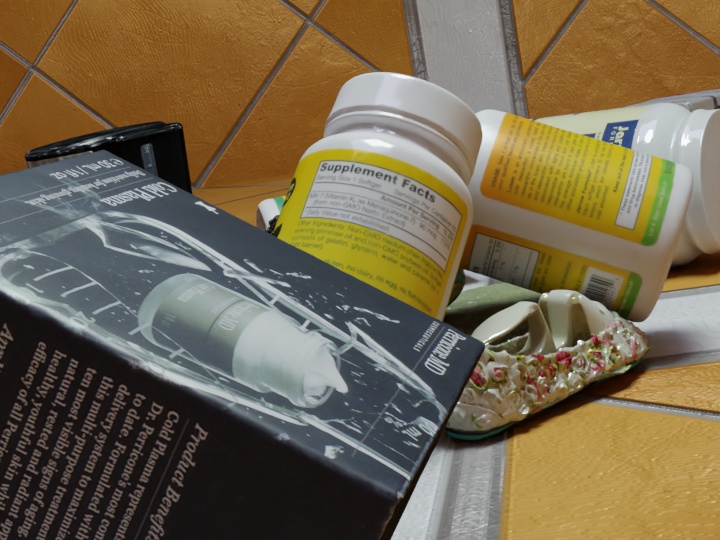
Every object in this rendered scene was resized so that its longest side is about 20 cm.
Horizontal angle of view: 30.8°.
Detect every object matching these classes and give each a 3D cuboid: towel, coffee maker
[{"bbox_3d":[0.072,0.047,0.945,0.200,0.037,0.148,-13,10,-25],"label":"towel"},{"bbox_3d":[-0.202,-0.033,1.205,0.134,0.201,0.192,-4,11,29],"label":"coffee maker"}]

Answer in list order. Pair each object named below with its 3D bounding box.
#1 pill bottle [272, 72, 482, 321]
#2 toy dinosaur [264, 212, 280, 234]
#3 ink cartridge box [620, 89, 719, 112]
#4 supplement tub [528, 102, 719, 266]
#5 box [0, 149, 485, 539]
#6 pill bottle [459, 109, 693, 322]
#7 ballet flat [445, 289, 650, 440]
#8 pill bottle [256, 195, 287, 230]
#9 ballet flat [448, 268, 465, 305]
[{"bbox_3d":[0.003,-0.009,0.776,0.114,0.200,0.114,16,-23,7],"label":"pill bottle"},{"bbox_3d":[-0.054,0.018,0.921,0.102,0.201,0.136,17,1,-26],"label":"toy dinosaur"},{"bbox_3d":[0.519,-0.239,2.123,0.145,0.084,0.200,-1,13,41],"label":"ink cartridge box"},{"bbox_3d":[0.233,-0.073,1.178,0.200,0.145,0.145,-3,11,35],"label":"supplement tub"},{"bbox_3d":[-0.075,0.057,0.499,0.196,0.124,0.200,28,16,6],"label":"box"},{"bbox_3d":[0.114,-0.045,0.892,0.199,0.111,0.111,18,13,7],"label":"pill bottle"},{"bbox_3d":[0.117,0.047,0.807,0.075,0.064,0.200,1,13,41],"label":"ballet flat"},{"bbox_3d":[0.008,-0.029,1.247,0.199,0.113,0.113,-11,9,-10],"label":"pill bottle"},{"bbox_3d":[0.000,0.000,0.989,0.071,0.071,0.200,-17,16,-39],"label":"ballet flat"}]
